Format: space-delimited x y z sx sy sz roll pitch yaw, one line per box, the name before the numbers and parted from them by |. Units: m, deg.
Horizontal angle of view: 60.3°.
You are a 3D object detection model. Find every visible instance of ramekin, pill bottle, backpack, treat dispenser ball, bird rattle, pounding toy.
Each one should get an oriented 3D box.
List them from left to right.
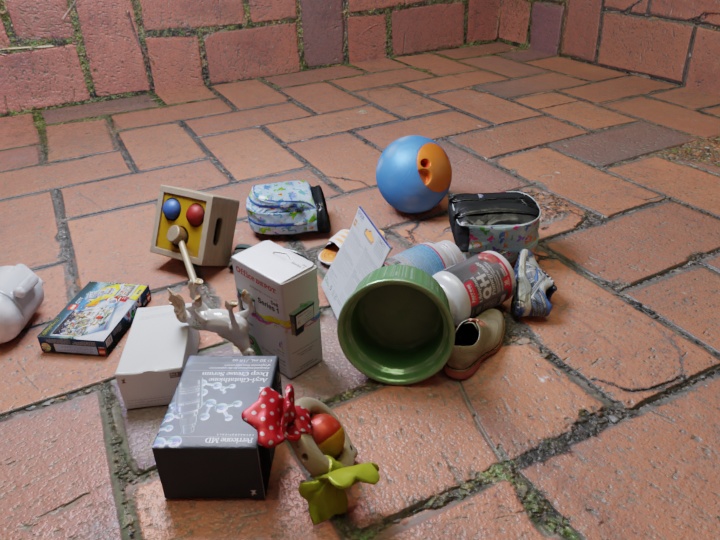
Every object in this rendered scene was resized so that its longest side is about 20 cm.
pounding toy | -0.382 -0.079 1.405 0.183 0.201 0.142 13 6 25
backpack | -0.189 -0.156 1.569 0.199 0.154 0.163 -15 38 3
bird rattle | -0.069 0.241 0.868 0.200 0.113 0.163 46 13 6
ramekin | 0.065 0.087 1.075 0.199 0.201 0.098 3 24 8
treat dispenser ball | 0.140 -0.252 1.626 0.200 0.202 0.201 -2 31 1
pill bottle | 0.117 0.007 1.285 0.199 0.109 0.109 -24 37 -32
pill bottle | 0.201 0.042 1.219 0.199 0.111 0.111 -23 36 -31
backpack | 0.309 -0.103 1.417 0.199 0.151 0.178 -8 33 4

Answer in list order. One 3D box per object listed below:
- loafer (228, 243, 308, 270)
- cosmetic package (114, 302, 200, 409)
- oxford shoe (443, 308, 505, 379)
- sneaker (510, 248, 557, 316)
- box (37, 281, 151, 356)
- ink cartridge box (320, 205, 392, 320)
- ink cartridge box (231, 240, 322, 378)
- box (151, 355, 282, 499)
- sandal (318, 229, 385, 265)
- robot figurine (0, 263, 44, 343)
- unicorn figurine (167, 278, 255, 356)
loafer | -0.209 -0.013 1.396 0.199 0.072 0.063 7 51 28
cosmetic package | -0.355 0.147 1.108 0.112 0.082 0.200 -5 32 -4
oxford shoe | 0.216 0.115 1.130 0.070 0.075 0.200 15 35 27
sneaker | 0.358 0.031 1.281 0.085 0.077 0.200 12 40 5
box | -0.529 0.092 1.250 0.136 0.038 0.200 3 31 8
ink cartridge box | 0.000 0.000 1.227 0.040 0.201 0.200 17 23 -27
ink cartridge box | -0.148 0.067 1.110 0.144 0.201 0.084 25 39 38
box | -0.204 0.229 0.933 0.148 0.108 0.200 0 31 1
sandal | -0.022 -0.075 1.479 0.079 0.059 0.206 23 39 36
robot figurine | -0.709 0.068 1.229 0.169 0.113 0.200 -37 25 18
unicorn figurine | -0.238 0.093 1.083 0.199 0.138 0.074 25 42 14
